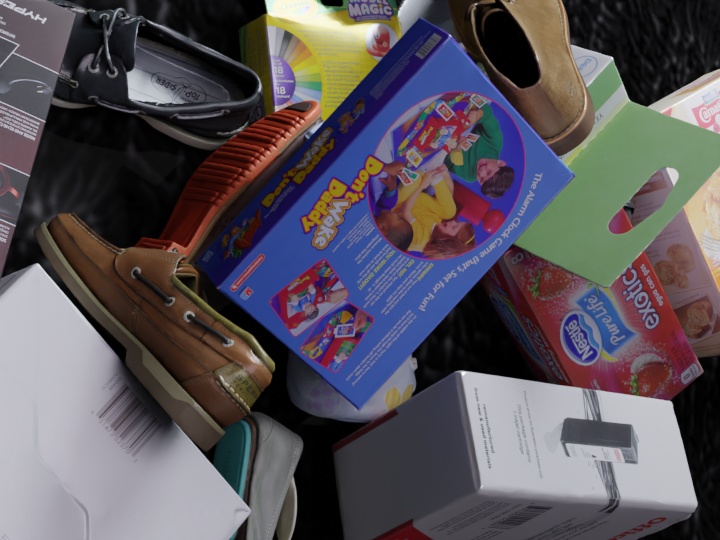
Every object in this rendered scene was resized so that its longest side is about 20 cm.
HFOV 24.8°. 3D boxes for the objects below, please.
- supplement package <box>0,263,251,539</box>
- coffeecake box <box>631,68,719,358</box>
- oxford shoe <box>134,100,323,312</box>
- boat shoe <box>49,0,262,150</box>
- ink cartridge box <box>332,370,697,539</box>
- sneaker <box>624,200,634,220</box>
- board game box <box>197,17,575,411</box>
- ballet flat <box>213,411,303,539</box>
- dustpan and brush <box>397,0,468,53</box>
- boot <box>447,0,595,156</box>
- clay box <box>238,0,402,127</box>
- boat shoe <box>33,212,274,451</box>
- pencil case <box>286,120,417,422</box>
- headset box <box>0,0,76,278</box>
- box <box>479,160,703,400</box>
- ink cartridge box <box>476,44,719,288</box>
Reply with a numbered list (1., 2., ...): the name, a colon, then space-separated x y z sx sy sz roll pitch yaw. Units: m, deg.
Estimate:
1. supplement package: -0.195 0.127 0.963 0.200 0.111 0.156 51 59 -16
2. coffeecake box: 0.299 -0.052 1.349 0.153 0.073 0.202 -29 97 -33
3. oxford shoe: -0.085 -0.027 1.083 0.200 0.071 0.073 -49 116 -9
4. boat shoe: -0.151 -0.136 1.064 0.198 0.066 0.075 25 59 -28
5. ink cartridge box: 0.104 0.140 1.100 0.199 0.144 0.085 11 59 -36
6. sneaker: 0.130 -0.062 1.235 0.199 0.077 0.112 -4 74 -41
7. board game box: 0.017 -0.032 0.998 0.200 0.045 0.134 -47 122 1
8. ballet flat: -0.077 0.193 1.059 0.063 0.067 0.202 27 68 -35
9. dustpan and brush: 0.089 -0.232 1.234 0.058 0.139 0.201 59 31 -22
10. boot: 0.097 -0.167 1.091 0.075 0.073 0.201 47 16 -44
11. clay box: -0.022 -0.103 1.159 0.114 0.047 0.202 -1 81 -31
12. boat shoe: -0.121 0.022 0.977 0.068 0.200 0.072 -42 147 -5
13. pencil case: 0.000 0.000 1.079 0.090 0.083 0.202 3 111 -4
14. headset box: -0.246 -0.053 0.939 0.075 0.148 0.202 22 70 -28
15. box: 0.153 0.016 1.177 0.095 0.100 0.201 -37 123 -8
16. ink cartridge box: 0.130 -0.081 1.092 0.146 0.199 0.048 -45 129 -16
